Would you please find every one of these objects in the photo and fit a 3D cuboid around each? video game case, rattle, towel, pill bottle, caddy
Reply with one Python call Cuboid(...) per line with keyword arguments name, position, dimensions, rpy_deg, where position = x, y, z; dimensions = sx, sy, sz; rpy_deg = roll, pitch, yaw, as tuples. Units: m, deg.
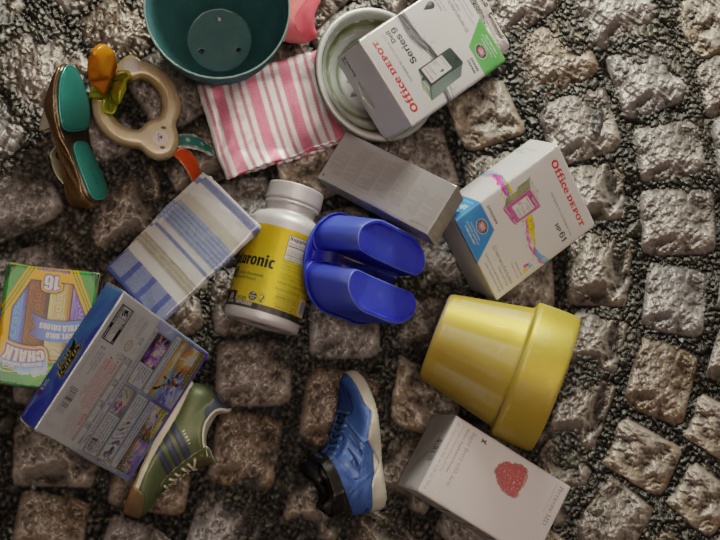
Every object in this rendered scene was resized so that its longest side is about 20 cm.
Cuboid(name="video game case", position=(-0.313, 0.147, 1.446), dimensions=(0.201, 0.045, 0.181), rpy_deg=(-58, 137, -11))
Cuboid(name="rattle", position=(-0.283, -0.219, 1.551), dimensions=(0.130, 0.143, 0.201), rpy_deg=(-39, 87, -31))
Cuboid(name="towel", position=(-0.244, -0.031, 1.550), dimensions=(0.200, 0.024, 0.147), rpy_deg=(-45, 57, -8))
Cuboid(name="pill bottle", position=(-0.115, -0.019, 1.577), dimensions=(0.110, 0.111, 0.203), rpy_deg=(17, 80, -10))
Cuboid(name="towel", position=(-0.127, -0.230, 1.636), dimensions=(0.198, 0.030, 0.148), rpy_deg=(-19, 88, -14))
Cuboid(name="caddy", position=(0.000, 0.000, 1.574), dimensions=(0.199, 0.104, 0.143), rpy_deg=(24, 77, -48))

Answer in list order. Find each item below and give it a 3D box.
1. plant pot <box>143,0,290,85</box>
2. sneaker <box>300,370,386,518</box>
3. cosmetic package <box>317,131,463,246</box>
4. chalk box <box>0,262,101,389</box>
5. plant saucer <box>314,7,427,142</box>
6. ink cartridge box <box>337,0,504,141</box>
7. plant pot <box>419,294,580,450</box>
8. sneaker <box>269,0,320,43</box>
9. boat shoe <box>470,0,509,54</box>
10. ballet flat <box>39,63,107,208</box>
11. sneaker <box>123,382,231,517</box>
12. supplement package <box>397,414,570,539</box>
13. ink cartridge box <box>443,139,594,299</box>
Cuboid(name="plant pot", position=(-0.199, -0.346, 1.574), dimensions=(0.197, 0.135, 0.203), rpy_deg=(1, 82, -5))
Cuboid(name="sneaker", position=(-0.032, 0.248, 1.585), dimensions=(0.110, 0.077, 0.203), rpy_deg=(-8, 93, -22))
Cuboid(name="cosmetic package", position=(0.042, -0.118, 1.601), dimensions=(0.199, 0.051, 0.083), rpy_deg=(30, 80, 26))
Cuboid(name="chalk box", position=(-0.418, 0.102, 1.492), dimensions=(0.122, 0.125, 0.203), rpy_deg=(8, 82, -11))
Cuboid(name="plant saucer", position=(0.017, -0.284, 1.653), dimensions=(0.197, 0.050, 0.203), rpy_deg=(4, 80, -24))
Cuboid(name="ink cartridge box", position=(0.088, -0.303, 1.614), dimensions=(0.199, 0.084, 0.147), rpy_deg=(-38, 98, -25))
Cuboid(name="plant pot", position=(0.191, 0.128, 1.598), dimensions=(0.187, 0.201, 0.203), rpy_deg=(21, 80, 7))
Cuboid(name="sneaker", position=(-0.094, -0.430, 1.654), dimensions=(0.086, 0.074, 0.203), rpy_deg=(6, 88, -23))
Cuboid(name="boat shoe", position=(0.164, -0.413, 1.701), dimensions=(0.069, 0.071, 0.202), rpy_deg=(-29, 99, -15))
Cuboid(name="ballet flat", position=(-0.407, -0.181, 1.555), dimensions=(0.072, 0.068, 0.203), rpy_deg=(-14, 92, 31))
Cuboid(name="sneaker", position=(-0.245, 0.253, 1.535), dimensions=(0.089, 0.067, 0.202), rpy_deg=(24, 77, -3))
Cuboid(name="supplement package", position=(0.175, 0.308, 1.602), dimensions=(0.199, 0.120, 0.122), rpy_deg=(32, 78, -8))
Cuboid(name="ink cartridge box", position=(0.227, -0.078, 1.653), dimensions=(0.199, 0.084, 0.146), rpy_deg=(-36, 112, -14))
